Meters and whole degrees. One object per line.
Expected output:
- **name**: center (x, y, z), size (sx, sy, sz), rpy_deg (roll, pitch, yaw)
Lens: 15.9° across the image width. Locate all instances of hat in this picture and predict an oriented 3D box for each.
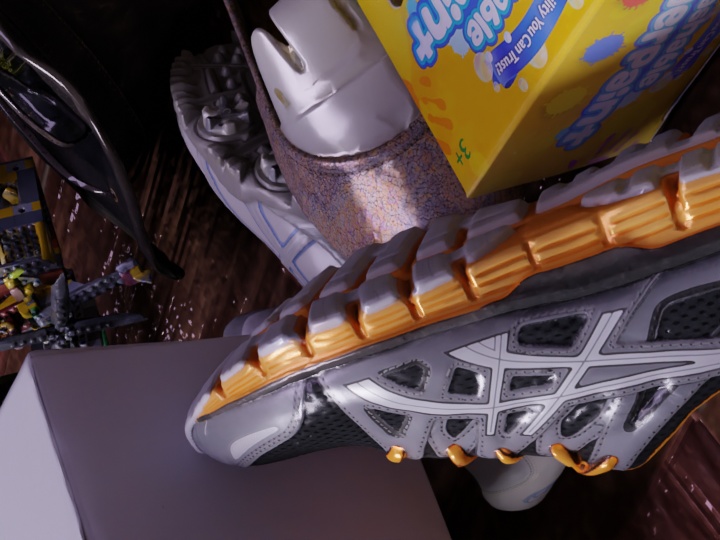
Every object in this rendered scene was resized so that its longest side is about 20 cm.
- **hat**: center (-0.098, -0.088, 0.911), size (0.201, 0.081, 0.201), rpy_deg (50, 172, 9)

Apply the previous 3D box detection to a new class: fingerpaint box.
- **fingerpaint box**: center (0.052, -0.146, 0.675), size (0.168, 0.073, 0.200), rpy_deg (61, 147, 19)

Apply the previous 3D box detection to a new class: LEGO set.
- **LEGO set**: center (-0.153, 0.057, 0.973), size (0.201, 0.152, 0.116), rpy_deg (91, 167, -48)

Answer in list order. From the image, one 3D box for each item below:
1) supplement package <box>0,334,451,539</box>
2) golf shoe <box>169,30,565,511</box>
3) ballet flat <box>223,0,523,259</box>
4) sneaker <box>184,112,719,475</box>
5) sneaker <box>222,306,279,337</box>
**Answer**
- **supplement package**: center (-0.064, 0.122, 0.792), size (0.200, 0.116, 0.118), rpy_deg (-56, 47, 47)
- **golf shoe**: center (0.000, 0.000, 0.827), size (0.200, 0.078, 0.098), rpy_deg (46, 145, 38)
- **ballet flat**: center (-0.014, -0.075, 0.774), size (0.067, 0.068, 0.201), rpy_deg (51, -173, -49)
- **sneaker**: center (0.046, 0.022, 0.686), size (0.199, 0.078, 0.078), rpy_deg (-19, 104, 17)
- **sneaker**: center (-0.059, 0.096, 0.927), size (0.075, 0.081, 0.201), rpy_deg (-85, 6, -52)
